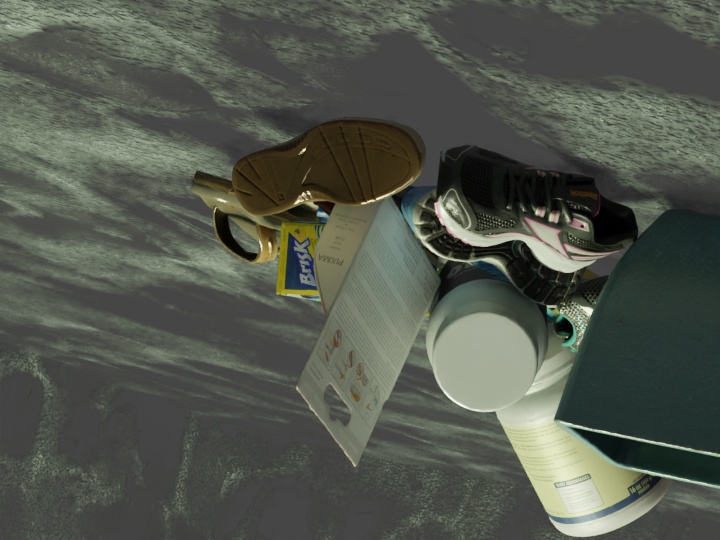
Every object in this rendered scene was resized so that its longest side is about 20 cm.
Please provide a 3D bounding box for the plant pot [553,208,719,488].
[{"bbox_3d":[0.294,0.064,1.473,0.194,0.202,0.196,10,169,26],"label":"plant pot"}]

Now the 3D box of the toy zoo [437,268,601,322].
[{"bbox_3d":[0.181,0.026,1.841,0.198,0.021,0.131,-3,160,28],"label":"toy zoo"}]

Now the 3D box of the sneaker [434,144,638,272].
[{"bbox_3d":[0.145,-0.058,1.443,0.199,0.081,0.086,14,161,-42],"label":"sneaker"}]

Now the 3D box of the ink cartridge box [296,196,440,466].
[{"bbox_3d":[-0.006,0.047,1.602,0.050,0.201,0.161,14,156,29],"label":"ink cartridge box"}]

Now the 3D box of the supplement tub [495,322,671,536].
[{"bbox_3d":[0.229,0.163,1.923,0.145,0.145,0.201,-4,117,59],"label":"supplement tub"}]

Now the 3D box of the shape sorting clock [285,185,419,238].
[{"bbox_3d":[-0.017,-0.060,1.693,0.198,0.040,0.200,15,169,3],"label":"shape sorting clock"}]

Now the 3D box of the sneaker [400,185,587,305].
[{"bbox_3d":[0.120,-0.034,1.613,0.199,0.079,0.090,25,-176,-30],"label":"sneaker"}]

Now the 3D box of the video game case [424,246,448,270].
[{"bbox_3d":[0.091,0.012,1.958,0.181,0.024,0.199,4,164,43],"label":"video game case"}]

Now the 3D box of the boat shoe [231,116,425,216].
[{"bbox_3d":[-0.019,-0.092,1.495,0.199,0.072,0.064,-6,-167,41],"label":"boat shoe"}]

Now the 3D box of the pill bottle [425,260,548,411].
[{"bbox_3d":[0.118,0.052,1.680,0.112,0.114,0.200,14,-163,1],"label":"pill bottle"}]

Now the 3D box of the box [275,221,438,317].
[{"bbox_3d":[0.000,0.000,1.712,0.064,0.071,0.199,3,175,30],"label":"box"}]

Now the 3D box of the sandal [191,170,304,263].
[{"bbox_3d":[-0.104,-0.038,1.696,0.080,0.055,0.200,15,170,26],"label":"sandal"}]

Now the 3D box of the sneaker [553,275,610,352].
[{"bbox_3d":[0.236,0.061,1.783,0.090,0.078,0.201,1,146,13],"label":"sneaker"}]
